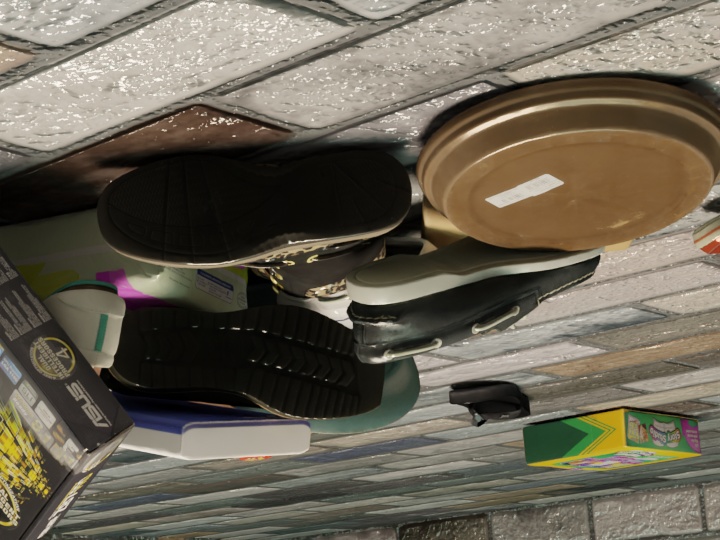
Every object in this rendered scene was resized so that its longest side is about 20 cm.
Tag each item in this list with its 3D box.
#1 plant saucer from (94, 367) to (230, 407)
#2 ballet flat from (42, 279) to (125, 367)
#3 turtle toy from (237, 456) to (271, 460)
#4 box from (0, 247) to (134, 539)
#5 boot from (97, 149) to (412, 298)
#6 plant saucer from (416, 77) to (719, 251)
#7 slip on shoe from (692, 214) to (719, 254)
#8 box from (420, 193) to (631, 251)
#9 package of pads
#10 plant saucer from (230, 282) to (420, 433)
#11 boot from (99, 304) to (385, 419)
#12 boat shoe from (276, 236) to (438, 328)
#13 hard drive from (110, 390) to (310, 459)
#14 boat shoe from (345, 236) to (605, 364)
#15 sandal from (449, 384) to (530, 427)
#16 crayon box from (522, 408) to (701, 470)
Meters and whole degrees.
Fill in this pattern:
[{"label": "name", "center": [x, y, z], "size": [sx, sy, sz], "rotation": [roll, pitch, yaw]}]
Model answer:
[{"label": "plant saucer", "center": [-0.163, 0.075, 1.359], "size": [0.198, 0.037, 0.201], "rotation": [19, 154, 9]}, {"label": "ballet flat", "center": [-0.222, 0.062, 1.094], "size": [0.069, 0.070, 0.199], "rotation": [6, 161, -34]}, {"label": "turtle toy", "center": [-0.126, 0.142, 1.632], "size": [0.145, 0.102, 0.199], "rotation": [-14, 163, 35]}, {"label": "box", "center": [-0.249, 0.070, 1.050], "size": [0.049, 0.201, 0.161], "rotation": [-31, 169, -45]}, {"label": "boot", "center": [-0.067, -0.025, 1.053], "size": [0.197, 0.074, 0.151], "rotation": [-9, 166, -3]}, {"label": "plant saucer", "center": [0.134, -0.058, 0.988], "size": [0.197, 0.030, 0.200], "rotation": [-2, 157, -1]}, {"label": "slip on shoe", "center": [0.347, -0.023, 1.183], "size": [0.197, 0.062, 0.074], "rotation": [-1, 168, -6]}, {"label": "box", "center": [0.123, -0.043, 1.126], "size": [0.161, 0.022, 0.200], "rotation": [-4, 166, 0]}, {"label": "package of pads", "center": [-0.195, 0.009, 1.158], "size": [0.198, 0.069, 0.154], "rotation": [-8, 164, 20]}, {"label": "plant saucer", "center": [-0.045, 0.061, 1.264], "size": [0.198, 0.028, 0.201], "rotation": [11, -153, -6]}, {"label": "boot", "center": [-0.092, 0.069, 1.156], "size": [0.198, 0.078, 0.138], "rotation": [13, 166, -13]}, {"label": "boat shoe", "center": [0.000, 0.000, 1.198], "size": [0.199, 0.074, 0.067], "rotation": [-7, 135, 44]}, {"label": "hard drive", "center": [-0.153, 0.110, 1.150], "size": [0.198, 0.026, 0.131], "rotation": [4, 180, 39]}, {"label": "boat shoe", "center": [0.079, 0.014, 1.073], "size": [0.198, 0.061, 0.076], "rotation": [-11, -159, -22]}, {"label": "sandal", "center": [0.167, 0.171, 1.944], "size": [0.075, 0.043, 0.200], "rotation": [-10, 165, 23]}, {"label": "crayon box", "center": [0.357, 0.242, 2.247], "size": [0.171, 0.059, 0.199], "rotation": [-17, 161, 39]}]
